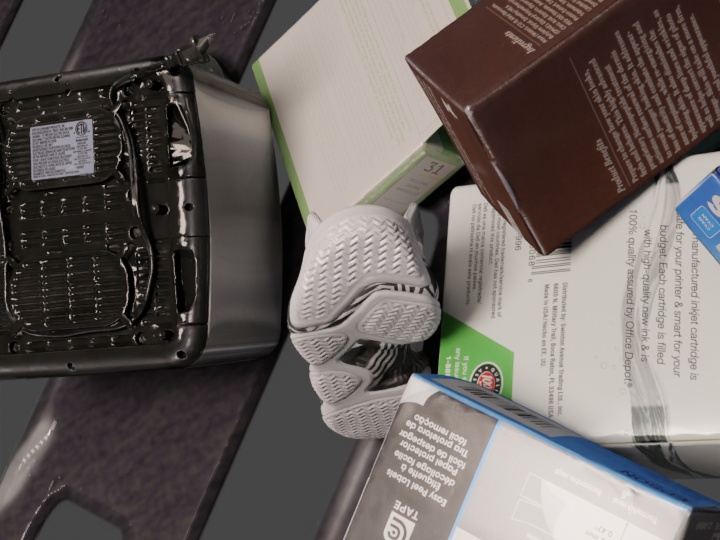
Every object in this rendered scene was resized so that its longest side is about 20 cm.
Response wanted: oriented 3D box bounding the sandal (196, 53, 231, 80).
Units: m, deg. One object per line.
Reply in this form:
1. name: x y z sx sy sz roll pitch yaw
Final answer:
1. sandal: -0.137 -0.057 0.915 0.075 0.048 0.201 12 78 35

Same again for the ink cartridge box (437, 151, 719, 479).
1. ink cartridge box: 0.145 0.026 0.685 0.200 0.083 0.147 -5 68 31

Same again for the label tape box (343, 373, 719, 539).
1. label tape box: 0.056 0.165 0.617 0.143 0.066 0.200 24 92 31

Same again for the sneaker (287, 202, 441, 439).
1. sneaker: 0.000 0.000 0.728 0.075 0.200 0.115 -6 58 0

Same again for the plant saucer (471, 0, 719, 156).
1. plant saucer: 0.155 -0.134 0.771 0.201 0.039 0.201 -12 66 27

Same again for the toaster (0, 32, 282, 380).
1. toaster: -0.143 -0.029 0.830 0.200 0.119 0.181 -6 87 23

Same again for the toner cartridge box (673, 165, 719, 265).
1. toner cartridge box: 0.241 -0.053 0.606 0.200 0.043 0.095 -36 81 -20

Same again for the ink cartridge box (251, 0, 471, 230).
1. ink cartridge box: 0.027 -0.124 0.812 0.200 0.048 0.146 -39 54 30

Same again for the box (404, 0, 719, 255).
1. box: 0.133 -0.110 0.657 0.200 0.100 0.075 -36 39 -4
